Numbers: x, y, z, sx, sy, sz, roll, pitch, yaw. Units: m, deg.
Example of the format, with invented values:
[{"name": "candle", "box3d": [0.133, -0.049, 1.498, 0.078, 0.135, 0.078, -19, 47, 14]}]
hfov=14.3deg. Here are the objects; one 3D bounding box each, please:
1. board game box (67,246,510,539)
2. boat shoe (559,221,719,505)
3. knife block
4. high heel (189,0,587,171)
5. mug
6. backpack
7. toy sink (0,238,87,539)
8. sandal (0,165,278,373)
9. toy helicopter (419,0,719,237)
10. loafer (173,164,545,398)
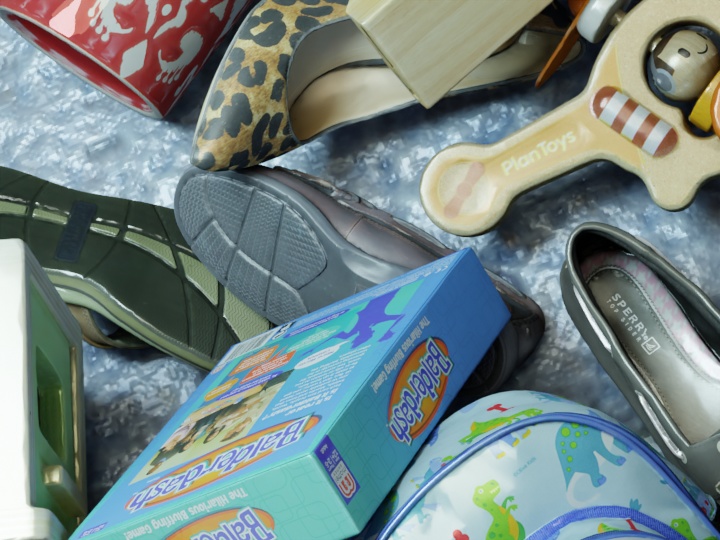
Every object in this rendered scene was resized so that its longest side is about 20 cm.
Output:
[{"name": "board game box", "box3d": [-0.032, 0.074, 1.313, 0.152, 0.200, 0.045, -23, 105, 33]}, {"name": "boat shoe", "box3d": [0.160, 0.055, 1.364, 0.067, 0.057, 0.200, -39, 63, -2]}, {"name": "knife block", "box3d": [0.099, -0.185, 1.379, 0.175, 0.064, 0.200, -12, 44, 35]}, {"name": "high heel", "box3d": [0.015, -0.095, 1.425, 0.143, 0.071, 0.200, 17, 43, 26]}, {"name": "mug", "box3d": [-0.109, -0.201, 1.492, 0.200, 0.178, 0.133, -57, 32, -6]}, {"name": "backpack", "box3d": [0.089, 0.159, 1.248, 0.183, 0.147, 0.200, -40, 100, -2]}, {"name": "toy sink", "box3d": [-0.186, 0.103, 1.337, 0.112, 0.130, 0.200, -5, 68, 6]}, {"name": "sandal", "box3d": [-0.135, 0.002, 1.469, 0.201, 0.057, 0.080, 21, 50, 8]}, {"name": "toy helicopter", "box3d": [0.116, -0.082, 1.402, 0.200, 0.079, 0.132, -27, 83, 7]}, {"name": "loafer", "box3d": [0.000, 0.000, 1.432, 0.200, 0.063, 0.072, 29, 121, 20]}]
